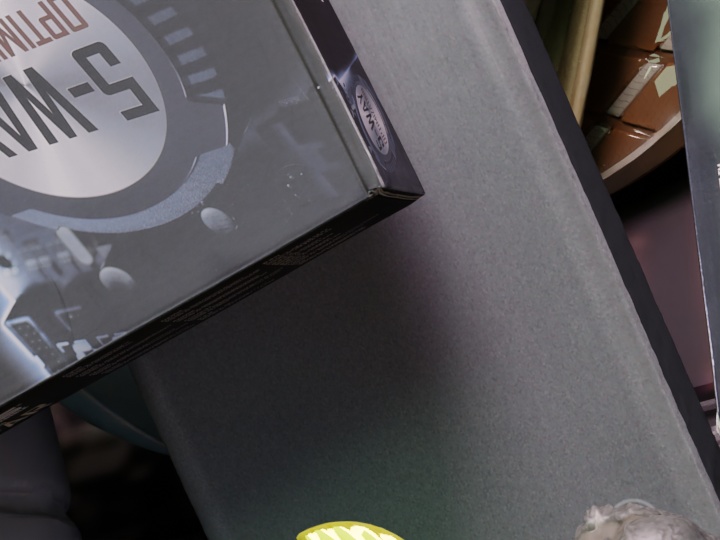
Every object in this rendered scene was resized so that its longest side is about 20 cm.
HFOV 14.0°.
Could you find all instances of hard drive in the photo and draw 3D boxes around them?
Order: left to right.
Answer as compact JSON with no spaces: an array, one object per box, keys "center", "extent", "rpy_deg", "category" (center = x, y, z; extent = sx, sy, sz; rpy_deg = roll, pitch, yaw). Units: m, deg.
[{"center":[0.000,0.000,0.778],"extent":[0.139,0.201,0.033],"rpy_deg":[-21,9,23],"category":"hard drive"}]

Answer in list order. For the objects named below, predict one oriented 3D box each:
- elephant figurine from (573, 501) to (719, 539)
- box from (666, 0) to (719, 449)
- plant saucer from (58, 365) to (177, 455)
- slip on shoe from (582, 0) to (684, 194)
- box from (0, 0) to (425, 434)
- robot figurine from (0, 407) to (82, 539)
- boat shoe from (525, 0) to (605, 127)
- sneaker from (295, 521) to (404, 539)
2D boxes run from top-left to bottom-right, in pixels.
[{"center":[0.166,0.106,0.627],"extent":[0.200,0.141,0.156],"rpy_deg":[-18,82,48],"category":"elephant figurine"},{"center":[0.166,-0.054,0.794],"extent":[0.158,0.046,0.201],"rpy_deg":[-13,64,21],"category":"box"},{"center":[-0.081,-0.032,0.860],"extent":[0.027,0.200,0.201],"rpy_deg":[-28,40,26],"category":"plant saucer"},{"center":[0.104,-0.089,0.906],"extent":[0.200,0.061,0.076],"rpy_deg":[-48,70,8],"category":"slip on shoe"},{"center":[-0.107,-0.042,0.740],"extent":[0.199,0.044,0.161],"rpy_deg":[-28,82,14],"category":"box"},{"center":[-0.145,0.050,0.851],"extent":[0.112,0.170,0.201],"rpy_deg":[-10,72,-18],"category":"robot figurine"},{"center":[0.040,-0.051,0.847],"extent":[0.063,0.073,0.202],"rpy_deg":[1,75,46],"category":"boat shoe"},{"center":[-0.035,0.152,0.754],"extent":[0.200,0.082,0.074],"rpy_deg":[-46,68,10],"category":"sneaker"}]
